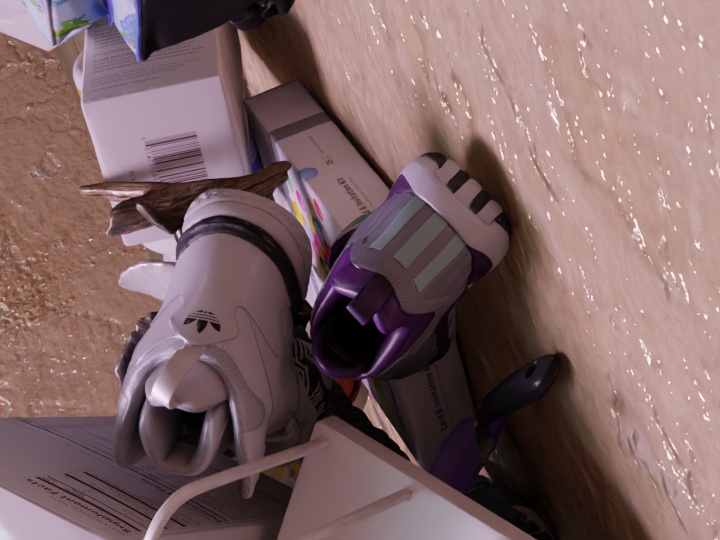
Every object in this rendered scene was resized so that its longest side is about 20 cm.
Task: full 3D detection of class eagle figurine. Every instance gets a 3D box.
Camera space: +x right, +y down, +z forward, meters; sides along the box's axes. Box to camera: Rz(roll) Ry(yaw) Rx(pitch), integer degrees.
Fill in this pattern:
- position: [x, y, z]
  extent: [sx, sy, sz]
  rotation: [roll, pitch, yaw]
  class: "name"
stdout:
- position: [-0.063, 0.043, 0.926]
  extent: [0.152, 0.151, 0.200]
  rotation: [15, 118, 59]
  class: "eagle figurine"

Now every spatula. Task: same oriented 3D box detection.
- position: [0.061, 0.073, 0.789]
  extent: [0.021, 0.057, 0.200]
  rotation: [31, 159, 3]
  class: "spatula"

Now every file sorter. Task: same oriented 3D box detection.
- position: [0.011, 0.177, 0.681]
  extent: [0.200, 0.124, 0.139]
  rotation: [29, 113, 27]
  class: "file sorter"

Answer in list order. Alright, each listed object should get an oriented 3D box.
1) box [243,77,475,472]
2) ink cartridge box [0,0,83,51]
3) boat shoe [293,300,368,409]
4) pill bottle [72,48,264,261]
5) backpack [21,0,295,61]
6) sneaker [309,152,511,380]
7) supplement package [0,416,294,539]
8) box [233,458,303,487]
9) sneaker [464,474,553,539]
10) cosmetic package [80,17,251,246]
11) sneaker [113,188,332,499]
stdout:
- position: [0.000, 0.000, 0.955]
  extent: [0.200, 0.041, 0.156]
  rotation: [52, 163, 53]
  class: "box"
- position: [-0.169, -0.241, 0.998]
  extent: [0.116, 0.067, 0.200]
  rotation: [-1, 69, 67]
  class: "ink cartridge box"
- position: [-0.043, 0.042, 1.111]
  extent: [0.063, 0.071, 0.200]
  rotation: [46, -172, -22]
  class: "boat shoe"
- position: [-0.132, -0.082, 1.261]
  extent: [0.112, 0.112, 0.200]
  rotation: [-129, 18, -58]
  class: "pill bottle"
- position: [-0.127, -0.221, 0.819]
  extent: [0.183, 0.147, 0.200]
  rotation: [110, 139, -73]
  class: "backpack"
- position: [0.000, 0.019, 0.755]
  extent: [0.074, 0.088, 0.200]
  rotation: [42, 158, 9]
  class: "sneaker"
- position: [-0.140, 0.181, 0.799]
  extent: [0.147, 0.191, 0.200]
  rotation: [21, -175, 27]
  class: "supplement package"
- position: [-0.104, 0.145, 1.044]
  extent: [0.117, 0.048, 0.200]
  rotation: [61, -146, -7]
  class: "box"
- position: [0.051, 0.146, 0.913]
  extent: [0.200, 0.078, 0.086]
  rotation: [90, 159, -66]
  class: "sneaker"
- position: [-0.115, -0.119, 1.019]
  extent: [0.200, 0.085, 0.108]
  rotation: [-101, -1, -53]
  class: "cosmetic package"
- position: [-0.065, 0.063, 0.785]
  extent: [0.200, 0.075, 0.115]
  rotation: [89, -162, -53]
  class: "sneaker"
